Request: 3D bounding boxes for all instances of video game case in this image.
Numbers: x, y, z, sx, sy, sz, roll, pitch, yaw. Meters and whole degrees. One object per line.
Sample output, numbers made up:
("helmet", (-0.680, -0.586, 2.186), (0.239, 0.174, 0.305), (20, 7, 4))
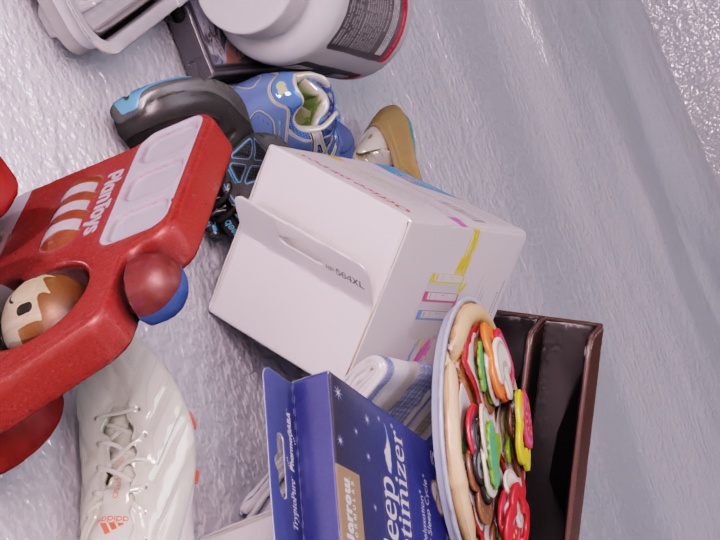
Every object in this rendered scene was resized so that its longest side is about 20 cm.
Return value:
("video game case", (-0.113, -0.236, 1.393), (0.183, 0.025, 0.200), (69, 22, 0))

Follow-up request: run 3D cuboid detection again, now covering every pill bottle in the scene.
("pill bottle", (-0.044, -0.207, 1.345), (0.200, 0.110, 0.112), (-1, 71, -68))

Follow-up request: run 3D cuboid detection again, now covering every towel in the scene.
("towel", (0.008, 0.118, 1.220), (0.024, 0.147, 0.200), (45, 13, 23))

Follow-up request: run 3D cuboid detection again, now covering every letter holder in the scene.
("letter holder", (0.122, 0.142, 1.371), (0.142, 0.099, 0.203), (-26, 122, -77))

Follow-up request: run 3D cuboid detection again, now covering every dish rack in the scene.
("dish rack", (-0.190, -0.234, 1.188), (0.173, 0.043, 0.200), (64, 22, -15))

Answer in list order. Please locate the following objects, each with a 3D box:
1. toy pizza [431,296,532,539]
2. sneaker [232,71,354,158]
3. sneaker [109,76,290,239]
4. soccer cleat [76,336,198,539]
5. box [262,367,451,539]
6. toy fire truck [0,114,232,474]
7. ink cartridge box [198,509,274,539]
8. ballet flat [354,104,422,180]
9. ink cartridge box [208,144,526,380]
("toy pizza", (0.091, 0.118, 1.212), (0.200, 0.031, 0.203), (-7, 90, -72))
("sneaker", (-0.043, -0.107, 1.372), (0.200, 0.076, 0.077), (7, 62, -67))
("sneaker", (-0.097, -0.070, 1.218), (0.200, 0.073, 0.083), (28, 47, -57))
("soccer cleat", (-0.126, 0.129, 0.984), (0.077, 0.069, 0.202), (14, 61, -60))
("box", (0.005, 0.142, 1.088), (0.200, 0.032, 0.122), (38, 40, -52))
("toy fire truck", (-0.153, 0.004, 0.893), (0.113, 0.167, 0.201), (57, 25, -26))
("ink cartridge box", (-0.013, 0.248, 1.113), (0.200, 0.083, 0.146), (39, 36, -52))
("ballet flat", (0.021, -0.076, 1.508), (0.062, 0.069, 0.201), (6, 39, -20))
("ink cartridge box", (0.000, 0.000, 1.234), (0.199, 0.128, 0.126), (4, 110, -58))
